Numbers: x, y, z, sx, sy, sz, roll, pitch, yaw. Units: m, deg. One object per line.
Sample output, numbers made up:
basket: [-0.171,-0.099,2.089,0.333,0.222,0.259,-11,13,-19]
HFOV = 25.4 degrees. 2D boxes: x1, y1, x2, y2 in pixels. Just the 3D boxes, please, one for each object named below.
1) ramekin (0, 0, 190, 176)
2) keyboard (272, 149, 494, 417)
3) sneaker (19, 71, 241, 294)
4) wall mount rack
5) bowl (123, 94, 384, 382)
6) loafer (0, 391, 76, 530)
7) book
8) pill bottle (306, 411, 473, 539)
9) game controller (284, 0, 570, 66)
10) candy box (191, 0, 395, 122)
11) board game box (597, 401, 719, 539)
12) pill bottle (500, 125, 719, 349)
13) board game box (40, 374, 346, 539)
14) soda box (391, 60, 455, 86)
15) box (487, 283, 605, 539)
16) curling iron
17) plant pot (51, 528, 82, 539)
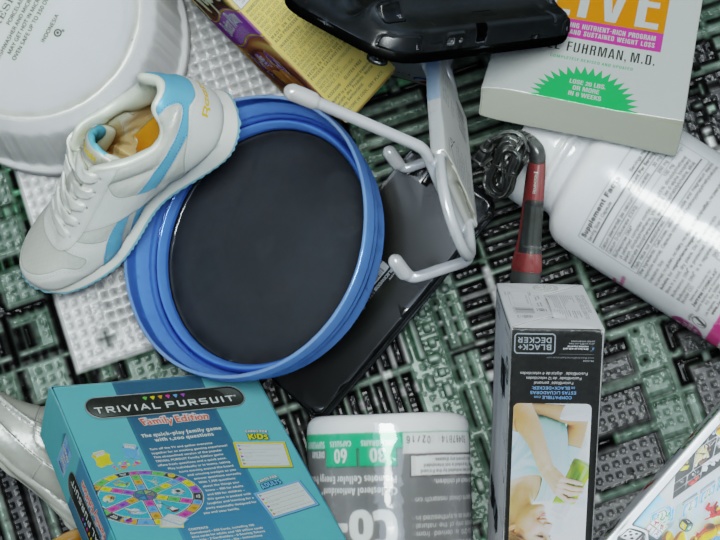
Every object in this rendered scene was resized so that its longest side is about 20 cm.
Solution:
ramekin: [-0.224,-0.173,1.134,0.201,0.094,0.203,0,84,1]
keyboard: [0.000,0.000,1.139,0.104,0.040,0.200,41,96,8]
sneaker: [-0.177,-0.063,1.102,0.200,0.081,0.077,-43,55,20]
wall mount rack: [0.019,-0.094,1.005,0.074,0.174,0.200,-17,41,13]
bowl: [-0.073,-0.021,1.101,0.200,0.039,0.201,-8,73,28]
loafer: [-0.210,0.126,1.117,0.200,0.070,0.070,42,81,-3]
book: [0.165,-0.168,1.102,0.133,0.048,0.200,12,49,7]
pill bottle: [0.021,0.198,1.078,0.113,0.113,0.201,-2,83,1]
game controller: [0.046,-0.163,1.003,0.104,0.200,0.042,23,114,35]
candy box: [-0.078,-0.192,1.080,0.056,0.117,0.200,-48,117,-6]
board game box: [0.269,0.170,1.116,0.126,0.035,0.200,42,86,5]
pill bottle: [0.201,-0.042,1.098,0.200,0.113,0.114,34,85,13]
board game box: [-0.105,0.151,1.033,0.150,0.047,0.200,-3,39,-29]
soda box: [0.059,-0.237,1.152,0.068,0.064,0.201,16,83,3]
box: [0.120,0.118,1.056,0.060,0.117,0.201,1,103,0]
curling iron: [0.107,-0.007,1.098,0.049,0.026,0.201,17,126,37]
plant pot: [-0.145,0.296,1.030,0.200,0.200,0.184,23,113,3]
